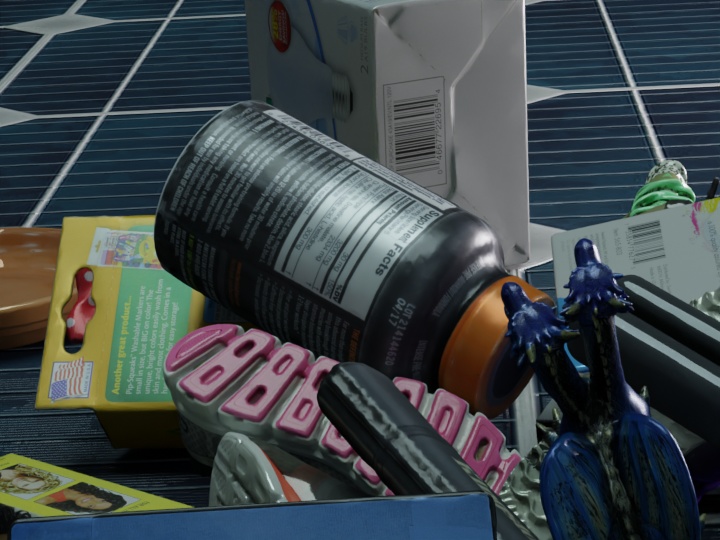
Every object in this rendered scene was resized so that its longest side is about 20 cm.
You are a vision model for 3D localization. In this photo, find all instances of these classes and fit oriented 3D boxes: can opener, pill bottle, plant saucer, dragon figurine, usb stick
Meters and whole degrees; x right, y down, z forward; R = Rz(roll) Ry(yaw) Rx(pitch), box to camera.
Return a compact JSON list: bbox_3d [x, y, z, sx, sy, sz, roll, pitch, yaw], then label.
[{"bbox_3d":[0.178,0.049,0.901,0.200,0.067,0.053,32,42,29],"label":"can opener"},{"bbox_3d":[0.000,0.000,1.110,0.200,0.106,0.106,30,31,24],"label":"pill bottle"},{"bbox_3d":[-0.258,0.015,1.448,0.200,0.038,0.200,-4,18,1],"label":"plant saucer"},{"bbox_3d":[0.104,0.090,0.866,0.059,0.200,0.099,-17,-12,8],"label":"dragon figurine"},{"bbox_3d":[0.048,0.107,0.912,0.033,0.055,0.200,-45,51,1],"label":"usb stick"}]

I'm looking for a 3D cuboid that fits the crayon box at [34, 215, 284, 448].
[{"bbox_3d":[-0.069,0.032,1.195,0.200,0.052,0.126,-1,59,8],"label":"crayon box"}]

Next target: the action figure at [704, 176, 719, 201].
[{"bbox_3d":[0.260,-0.027,1.217,0.119,0.102,0.200,2,11,-12],"label":"action figure"}]

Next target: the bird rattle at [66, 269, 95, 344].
[{"bbox_3d":[-0.077,0.029,1.269,0.200,0.113,0.163,-5,35,2],"label":"bird rattle"}]

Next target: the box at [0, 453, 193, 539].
[{"bbox_3d":[-0.103,0.138,0.948,0.200,0.075,0.050,9,19,39],"label":"box"}]

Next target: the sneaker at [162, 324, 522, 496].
[{"bbox_3d":[-0.006,0.097,1.065,0.200,0.087,0.074,22,51,11],"label":"sneaker"}]

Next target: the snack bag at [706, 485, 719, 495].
[{"bbox_3d":[0.227,0.080,1.162,0.200,0.021,0.189,3,18,20],"label":"snack bag"}]

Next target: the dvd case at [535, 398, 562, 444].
[{"bbox_3d":[0.193,0.056,1.180,0.150,0.025,0.200,-3,16,21],"label":"dvd case"}]

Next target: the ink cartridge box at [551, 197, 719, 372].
[{"bbox_3d":[0.202,0.018,1.083,0.200,0.068,0.115,-13,37,11],"label":"ink cartridge box"}]

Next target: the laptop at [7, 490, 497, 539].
[{"bbox_3d":[-0.037,0.172,0.747,0.187,0.116,0.200,-4,17,0],"label":"laptop"}]

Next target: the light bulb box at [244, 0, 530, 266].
[{"bbox_3d":[0.016,-0.109,1.527,0.125,0.198,0.200,-10,17,-27],"label":"light bulb box"}]

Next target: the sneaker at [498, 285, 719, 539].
[{"bbox_3d":[0.138,0.080,1.004,0.200,0.100,0.070,-34,70,-14],"label":"sneaker"}]

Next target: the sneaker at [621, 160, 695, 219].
[{"bbox_3d":[0.174,-0.026,1.281,0.077,0.089,0.200,2,-12,2],"label":"sneaker"}]

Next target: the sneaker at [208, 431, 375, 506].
[{"bbox_3d":[-0.001,0.134,0.968,0.082,0.077,0.200,-2,24,-32],"label":"sneaker"}]
